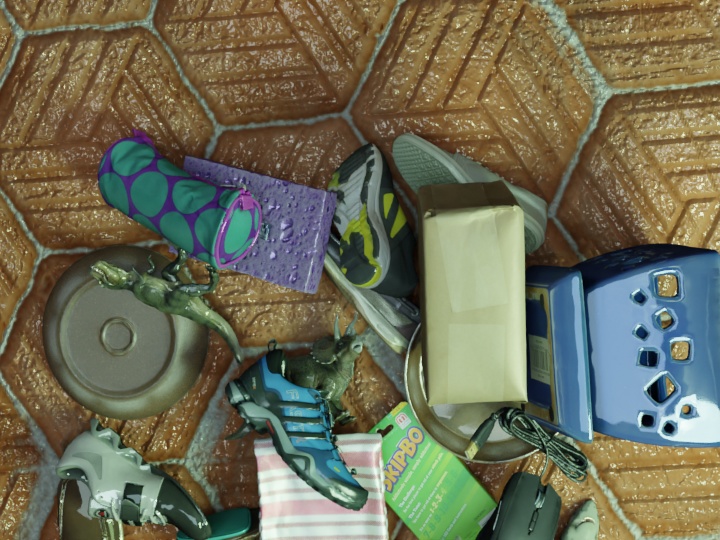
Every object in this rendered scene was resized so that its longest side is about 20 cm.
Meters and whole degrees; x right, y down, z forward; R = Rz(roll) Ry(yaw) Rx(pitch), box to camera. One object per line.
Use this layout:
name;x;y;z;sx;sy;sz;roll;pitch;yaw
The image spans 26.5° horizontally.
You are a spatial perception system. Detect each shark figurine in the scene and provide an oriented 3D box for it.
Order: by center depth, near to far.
shark figurine;0.174;0.342;1.693;0.212;0.089;0.130;-10;81;-21

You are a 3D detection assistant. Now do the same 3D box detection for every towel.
towel;-0.041;0.281;1.690;0.144;0.030;0.203;-3;94;-1

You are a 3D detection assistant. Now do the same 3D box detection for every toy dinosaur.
toy dinosaur;-0.200;0.019;1.700;0.198;0.047;0.089;29;109;1
toy dinosaur;-0.065;0.135;1.724;0.198;0.077;0.103;-27;75;17

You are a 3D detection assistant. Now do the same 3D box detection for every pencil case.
pencil case;-0.196;-0.078;1.667;0.199;0.085;0.093;27;95;31

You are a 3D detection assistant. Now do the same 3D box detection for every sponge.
sponge;-0.122;-0.052;1.686;0.198;0.030;0.113;16;96;31

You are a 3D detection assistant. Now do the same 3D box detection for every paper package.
paper package;0.112;0.019;1.568;0.102;0.191;0.203;-3;102;1

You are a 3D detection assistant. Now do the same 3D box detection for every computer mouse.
computer mouse;0.161;0.243;1.638;0.140;0.046;0.201;40;67;-10

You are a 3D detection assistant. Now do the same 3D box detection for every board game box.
board game box;0.082;0.249;1.730;0.095;0.030;0.200;-42;92;6

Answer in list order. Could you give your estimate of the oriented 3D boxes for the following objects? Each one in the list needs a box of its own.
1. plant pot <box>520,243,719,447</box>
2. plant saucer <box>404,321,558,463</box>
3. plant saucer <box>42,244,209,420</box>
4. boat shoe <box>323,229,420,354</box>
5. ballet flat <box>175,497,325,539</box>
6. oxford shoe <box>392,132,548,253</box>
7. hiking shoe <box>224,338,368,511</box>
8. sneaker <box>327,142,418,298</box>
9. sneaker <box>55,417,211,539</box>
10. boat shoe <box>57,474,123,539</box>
plant pot;0.263;0.079;1.592;0.177;0.200;0.203;-4;93;-9
plant saucer;0.146;0.112;1.698;0.197;0.034;0.203;0;98;-2
plant saucer;-0.273;0.073;1.750;0.197;0.037;0.203;0;95;6
boat shoe;0.000;0.000;1.702;0.065;0.072;0.201;-40;90;-3
ballet flat;-0.110;0.298;1.743;0.198;0.068;0.073;-23;110;3
oxford shoe;0.123;-0.091;1.689;0.199;0.076;0.058;32;54;11
hiking shoe;-0.055;0.170;1.643;0.087;0.074;0.200;-45;82;-5
sneaker;0.016;-0.049;1.665;0.074;0.202;0.084;-30;134;30
sneaker;-0.257;0.258;1.717;0.199;0.074;0.089;32;60;21
boat shoe;-0.308;0.330;1.753;0.074;0.075;0.205;-12;93;7
